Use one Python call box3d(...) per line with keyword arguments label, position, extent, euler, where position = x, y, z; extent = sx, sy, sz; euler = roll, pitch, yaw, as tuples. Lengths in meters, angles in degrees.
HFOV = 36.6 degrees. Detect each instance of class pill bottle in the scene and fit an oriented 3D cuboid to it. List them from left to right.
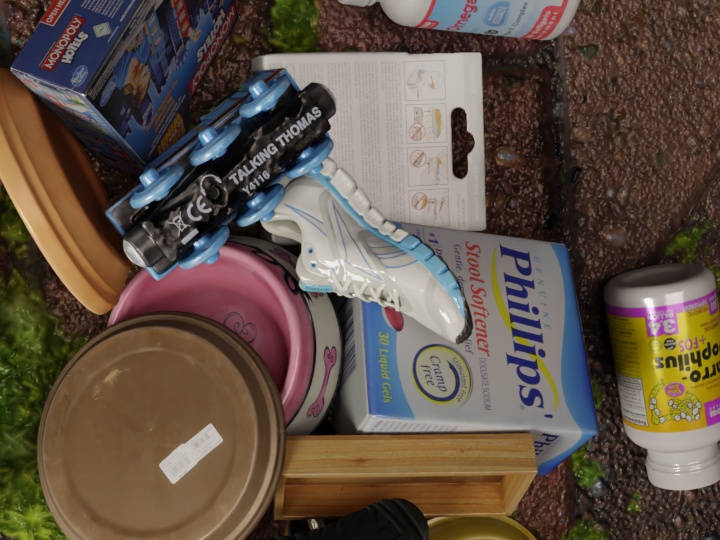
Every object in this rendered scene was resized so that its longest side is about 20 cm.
box3d(label="pill bottle", position=(0.082, -0.260, 0.928), extent=(0.199, 0.109, 0.110), euler=(2, 96, -16))
box3d(label="pill bottle", position=(0.296, 0.101, 1.036), extent=(0.104, 0.104, 0.201), euler=(-14, 100, -14))

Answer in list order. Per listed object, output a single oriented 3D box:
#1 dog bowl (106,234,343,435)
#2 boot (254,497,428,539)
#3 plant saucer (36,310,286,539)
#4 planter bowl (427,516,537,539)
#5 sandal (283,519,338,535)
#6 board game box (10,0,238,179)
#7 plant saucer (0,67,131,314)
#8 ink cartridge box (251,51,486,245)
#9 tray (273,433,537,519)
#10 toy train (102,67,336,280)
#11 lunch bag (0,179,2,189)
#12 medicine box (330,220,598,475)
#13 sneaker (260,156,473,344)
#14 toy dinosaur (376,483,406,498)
box3d(label="dog bowl", position=(-0.117, 0.065, 0.877), extent=(0.199, 0.074, 0.202), euler=(-1, 83, 12))
box3d(label="boot", position=(-0.036, 0.278, 0.863), extent=(0.199, 0.076, 0.169), euler=(-17, 134, -24))
box3d(label="plant saucer", position=(-0.154, 0.127, 0.817), extent=(0.199, 0.029, 0.202), euler=(-2, 77, 10))
box3d(label="planter bowl", position=(0.110, 0.335, 1.019), extent=(0.199, 0.083, 0.202), euler=(-2, 98, -16))
box3d(label="sandal", position=(-0.040, 0.257, 0.980), extent=(0.054, 0.082, 0.201), euler=(-11, 107, 4))
box3d(label="board game box", position=(-0.168, -0.163, 0.844), extent=(0.061, 0.200, 0.201), euler=(21, 66, 10))
box3d(label="plant saucer", position=(-0.223, -0.064, 0.811), extent=(0.037, 0.200, 0.201), euler=(-26, 103, -2))
box3d(label="ink cartridge box", position=(0.007, -0.108, 0.957), extent=(0.199, 0.057, 0.164), euler=(-5, 98, -20))
box3d(label="tray", position=(0.031, 0.164, 0.869), extent=(0.198, 0.099, 0.037), euler=(0, 58, -7))
box3d(label="toy train", position=(-0.106, -0.076, 0.836), extent=(0.200, 0.114, 0.087), euler=(-42, 111, -14))
box3d(label="lunch bag", position=(-0.363, -0.066, 0.838), extent=(0.159, 0.076, 0.201), euler=(13, 93, -15))
box3d(label="medicine box", position=(0.081, 0.067, 0.925), extent=(0.199, 0.103, 0.183), euler=(6, 59, -16))
box3d(label="sneaker", position=(0.000, 0.000, 0.842), extent=(0.087, 0.075, 0.200), euler=(-40, 63, -18))
box3d(label="toy dinosaur", position=(0.040, 0.144, 0.987), extent=(0.200, 0.102, 0.136), euler=(40, 69, 5))
